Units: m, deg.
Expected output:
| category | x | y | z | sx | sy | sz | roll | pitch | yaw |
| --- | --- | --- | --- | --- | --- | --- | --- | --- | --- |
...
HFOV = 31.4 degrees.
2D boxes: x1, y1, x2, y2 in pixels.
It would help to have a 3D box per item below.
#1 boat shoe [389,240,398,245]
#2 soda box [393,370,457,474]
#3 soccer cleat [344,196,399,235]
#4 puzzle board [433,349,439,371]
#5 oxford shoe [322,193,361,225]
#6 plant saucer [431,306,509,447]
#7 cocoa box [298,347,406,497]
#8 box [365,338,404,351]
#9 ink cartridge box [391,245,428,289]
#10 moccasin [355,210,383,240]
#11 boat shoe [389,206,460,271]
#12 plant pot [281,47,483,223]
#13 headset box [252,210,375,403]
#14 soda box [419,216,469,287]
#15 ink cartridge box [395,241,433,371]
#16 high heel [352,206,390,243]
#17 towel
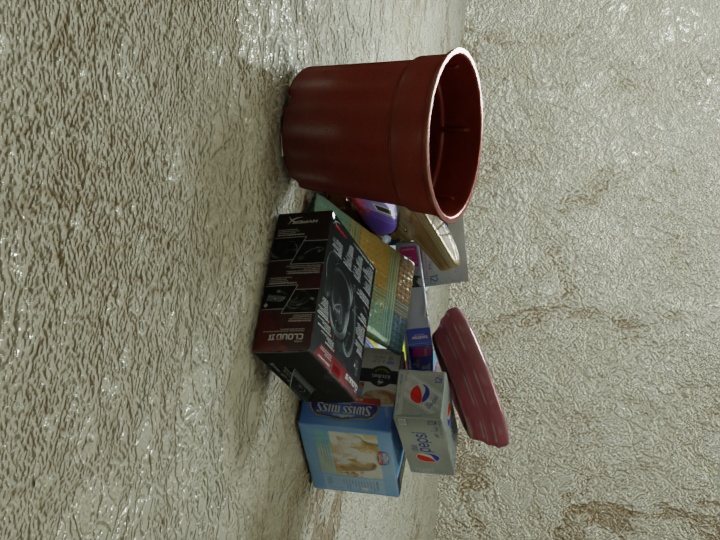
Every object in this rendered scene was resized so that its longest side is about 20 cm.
| category | x | y | z | sx | sy | sz | roll | pitch | yaw |
| --- | --- | --- | --- | --- | --- | --- | --- | --- | --- |
| boat shoe | 0.032 | -0.135 | 2.017 | 0.084 | 0.068 | 0.201 | 43 | 26 | -67 |
| soda box | 0.089 | 0.205 | 1.710 | 0.200 | 0.063 | 0.069 | 73 | 22 | -60 |
| soccer cleat | -0.012 | -0.123 | 1.677 | 0.073 | 0.068 | 0.201 | -52 | 124 | -48 |
| puzzle board | 0.042 | 0.164 | 2.002 | 0.200 | 0.150 | 0.017 | -66 | 159 | -64 |
| oxford shoe | -0.023 | -0.057 | 1.755 | 0.071 | 0.071 | 0.201 | 75 | 20 | -60 |
| plant saucer | 0.146 | 0.151 | 1.755 | 0.201 | 0.051 | 0.202 | 159 | -90 | -88 |
| cocoa box | -0.004 | 0.212 | 1.797 | 0.200 | 0.133 | 0.132 | 82 | 16 | -54 |
| box | 0.026 | 0.094 | 2.005 | 0.117 | 0.048 | 0.200 | 48 | 22 | -12 |
| ink cartridge box | 0.035 | 0.026 | 1.965 | 0.200 | 0.108 | 0.051 | -53 | 158 | -54 |
| moccasin | 0.001 | 0.000 | 1.791 | 0.078 | 0.073 | 0.202 | 29 | 67 | -39 |
| boat shoe | 0.059 | -0.075 | 1.755 | 0.200 | 0.069 | 0.074 | 54 | 17 | 3 |
| plant pot | 0.023 | -0.164 | 1.517 | 0.201 | 0.194 | 0.202 | 6 | 90 | -67 |
| headset box | -0.052 | 0.054 | 1.508 | 0.149 | 0.077 | 0.201 | 51 | 43 | -54 |
| soda box | 0.111 | -0.082 | 1.827 | 0.063 | 0.068 | 0.201 | -103 | -175 | -68 |
| ink cartridge box | 0.077 | 0.075 | 1.798 | 0.120 | 0.042 | 0.201 | 84 | 2 | -57 |
| high heel | -0.019 | -0.083 | 1.835 | 0.143 | 0.071 | 0.201 | -46 | 131 | -42 |
| towel | -0.006 | 0.008 | 1.682 | 0.200 | 0.022 | 0.147 | 34 | 54 | -36 |
